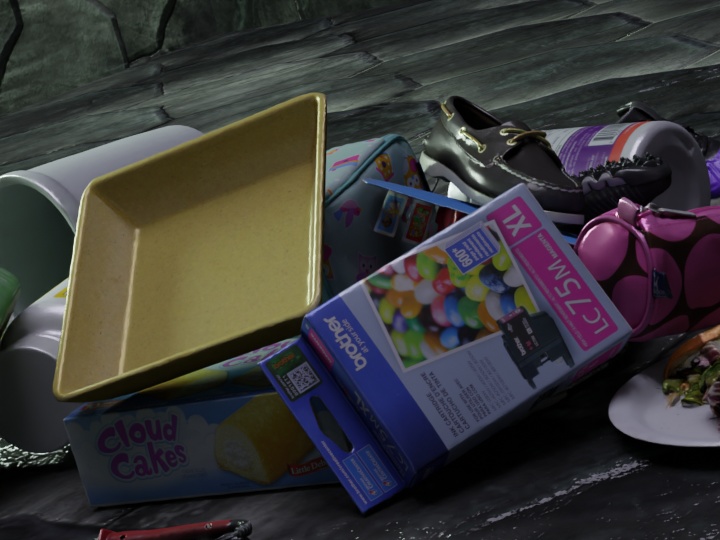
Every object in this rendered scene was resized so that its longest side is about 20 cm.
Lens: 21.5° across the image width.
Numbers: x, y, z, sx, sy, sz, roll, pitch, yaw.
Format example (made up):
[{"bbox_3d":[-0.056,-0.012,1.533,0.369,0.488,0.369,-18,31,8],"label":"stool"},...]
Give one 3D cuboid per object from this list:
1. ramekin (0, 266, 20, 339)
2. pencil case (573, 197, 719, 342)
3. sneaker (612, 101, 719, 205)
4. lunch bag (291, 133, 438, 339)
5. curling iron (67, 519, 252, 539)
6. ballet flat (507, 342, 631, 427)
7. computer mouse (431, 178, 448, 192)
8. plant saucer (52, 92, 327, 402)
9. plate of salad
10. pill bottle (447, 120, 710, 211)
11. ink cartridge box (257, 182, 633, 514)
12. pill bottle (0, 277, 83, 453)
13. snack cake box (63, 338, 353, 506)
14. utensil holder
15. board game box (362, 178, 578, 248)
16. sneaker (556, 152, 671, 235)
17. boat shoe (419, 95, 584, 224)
[{"bbox_3d":[-0.322,0.068,1.363,0.097,0.201,0.200,24,11,-8],"label":"ramekin"},{"bbox_3d":[0.234,-0.010,1.226,0.199,0.094,0.091,-9,22,-35],"label":"pencil case"},{"bbox_3d":[0.257,-0.097,1.610,0.199,0.100,0.070,-11,16,17],"label":"sneaker"},{"bbox_3d":[0.000,0.000,1.381,0.077,0.161,0.200,-12,18,31],"label":"lunch bag"},{"bbox_3d":[-0.147,0.167,1.126,0.199,0.026,0.050,-7,12,30],"label":"curling iron"},{"bbox_3d":[0.115,0.055,1.214,0.072,0.072,0.200,-2,19,44],"label":"ballet flat"},{"bbox_3d":[0.053,-0.044,1.550,0.058,0.034,0.201,15,71,46],"label":"computer mouse"},{"bbox_3d":[-0.100,-0.006,1.263,0.199,0.048,0.201,-20,44,22],"label":"plant saucer"},{"bbox_3d":[0.242,0.055,1.123,0.199,0.048,0.200,-13,13,3],"label":"plate of salad"},{"bbox_3d":[0.170,-0.058,1.525,0.199,0.112,0.111,-1,19,45],"label":"pill bottle"},{"bbox_3d":[0.051,0.045,1.150,0.200,0.120,0.042,-32,-15,-15],"label":"ink cartridge box"},{"bbox_3d":[-0.206,0.063,1.436,0.111,0.112,0.200,-10,14,20],"label":"pill bottle"},{"bbox_3d":[-0.079,0.096,1.257,0.199,0.067,0.115,-9,16,24],"label":"snack cake box"},{"bbox_3d":[-0.222,-0.031,1.728,0.169,0.171,0.200,-1,16,44],"label":"utensil holder"},{"bbox_3d":[0.094,-0.018,1.306,0.199,0.039,0.158,20,6,35],"label":"board game box"},{"bbox_3d":[0.160,-0.023,1.421,0.200,0.091,0.066,-23,0,41],"label":"sneaker"},{"bbox_3d":[0.103,-0.080,1.375,0.071,0.061,0.201,9,12,-28],"label":"boat shoe"}]
